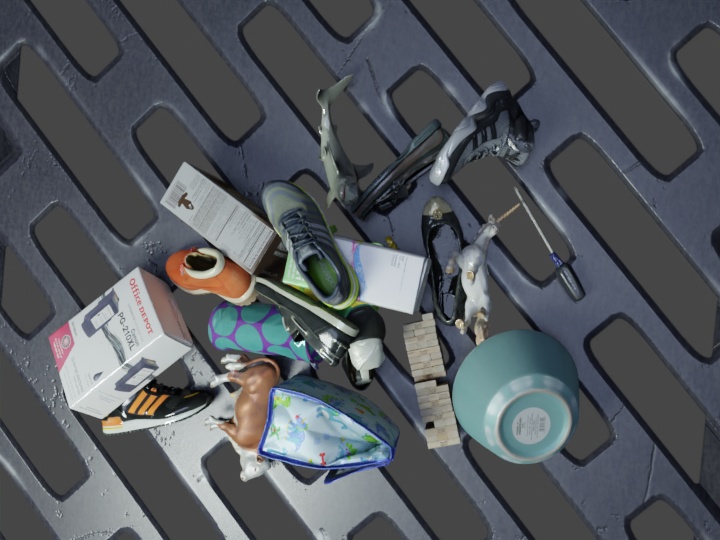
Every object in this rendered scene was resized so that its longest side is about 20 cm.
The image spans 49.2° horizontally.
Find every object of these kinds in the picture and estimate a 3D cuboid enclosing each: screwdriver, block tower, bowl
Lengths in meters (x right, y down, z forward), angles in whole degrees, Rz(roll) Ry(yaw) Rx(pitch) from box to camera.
[{"bbox_3d":[0.287,-0.040,1.222,0.029,0.028,0.202,-38,82,36],"label":"screwdriver"},{"bbox_3d":[0.111,0.170,1.236,0.056,0.054,0.205,-11,88,8],"label":"block tower"},{"bbox_3d":[0.241,0.200,1.156,0.196,0.105,0.206,-2,109,-5],"label":"bowl"}]

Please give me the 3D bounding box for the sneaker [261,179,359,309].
[{"bbox_3d":[-0.069,-0.039,1.061,0.073,0.081,0.202,-36,85,6],"label":"sneaker"}]

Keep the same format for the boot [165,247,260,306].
[{"bbox_3d":[-0.255,-0.008,1.239,0.197,0.107,0.076,10,72,38],"label":"boot"}]

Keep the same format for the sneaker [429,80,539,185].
[{"bbox_3d":[0.194,-0.186,1.187,0.113,0.076,0.201,38,72,1],"label":"sneaker"}]

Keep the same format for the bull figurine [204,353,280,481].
[{"bbox_3d":[-0.187,0.233,1.275,0.119,0.065,0.205,13,95,8],"label":"bull figurine"}]

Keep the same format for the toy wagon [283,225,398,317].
[{"bbox_3d":[-0.028,0.007,1.263,0.197,0.040,0.157,-30,87,8],"label":"toy wagon"}]

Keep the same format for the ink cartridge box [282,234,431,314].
[{"bbox_3d":[0.000,0.000,1.165,0.195,0.145,0.086,13,91,8],"label":"ink cartridge box"}]

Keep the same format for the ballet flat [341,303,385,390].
[{"bbox_3d":[0.008,0.125,1.185,0.066,0.201,0.070,-10,61,-7],"label":"ballet flat"}]

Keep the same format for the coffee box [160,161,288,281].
[{"bbox_3d":[-0.200,-0.075,1.233,0.198,0.114,0.081,36,95,17],"label":"coffee box"}]

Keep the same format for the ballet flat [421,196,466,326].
[{"bbox_3d":[0.135,-0.015,1.228,0.065,0.057,0.205,-9,89,7],"label":"ballet flat"}]

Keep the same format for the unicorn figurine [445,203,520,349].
[{"bbox_3d":[0.179,0.005,1.200,0.072,0.137,0.205,13,112,20],"label":"unicorn figurine"}]

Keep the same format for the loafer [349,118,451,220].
[{"bbox_3d":[0.069,-0.146,1.233,0.063,0.072,0.200,44,94,0],"label":"loafer"}]

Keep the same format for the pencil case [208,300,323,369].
[{"bbox_3d":[-0.139,0.096,1.233,0.196,0.093,0.086,6,53,27],"label":"pencil case"}]

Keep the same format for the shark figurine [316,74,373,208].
[{"bbox_3d":[-0.022,-0.188,1.255,0.087,0.128,0.219,-7,71,-16],"label":"shark figurine"}]

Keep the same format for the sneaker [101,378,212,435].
[{"bbox_3d":[-0.344,0.209,1.297,0.196,0.070,0.092,-14,92,11],"label":"sneaker"}]

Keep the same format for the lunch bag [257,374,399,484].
[{"bbox_3d":[-0.039,0.243,1.201,0.195,0.170,0.131,11,92,6],"label":"lunch bag"}]

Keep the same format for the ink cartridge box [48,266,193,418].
[{"bbox_3d":[-0.387,0.115,1.269,0.199,0.084,0.146,-37,58,7],"label":"ink cartridge box"}]

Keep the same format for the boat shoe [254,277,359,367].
[{"bbox_3d":[-0.091,0.066,1.130,0.198,0.071,0.069,31,97,35],"label":"boat shoe"}]
